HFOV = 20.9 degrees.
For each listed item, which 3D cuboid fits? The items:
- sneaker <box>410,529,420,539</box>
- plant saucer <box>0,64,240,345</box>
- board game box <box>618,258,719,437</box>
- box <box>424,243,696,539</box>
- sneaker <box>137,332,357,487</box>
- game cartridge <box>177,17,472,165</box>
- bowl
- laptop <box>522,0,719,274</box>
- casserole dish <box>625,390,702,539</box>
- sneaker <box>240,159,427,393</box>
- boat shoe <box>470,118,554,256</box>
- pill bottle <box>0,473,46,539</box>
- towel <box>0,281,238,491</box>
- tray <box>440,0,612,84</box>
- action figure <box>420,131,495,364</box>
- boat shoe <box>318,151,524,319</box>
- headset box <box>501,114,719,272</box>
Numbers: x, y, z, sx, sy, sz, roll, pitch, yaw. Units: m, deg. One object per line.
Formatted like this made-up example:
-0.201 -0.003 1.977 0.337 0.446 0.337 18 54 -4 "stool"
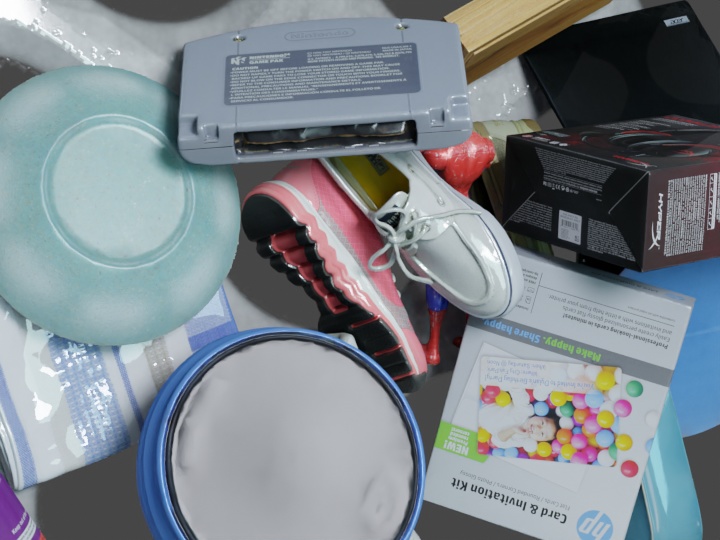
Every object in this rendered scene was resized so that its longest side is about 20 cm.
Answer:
-0.037 0.201 1.376 0.200 0.100 0.075 4 78 -28 "sneaker"
-0.170 -0.050 1.333 0.201 0.039 0.202 6 74 -23 "plant saucer"
0.256 0.042 1.551 0.158 0.039 0.200 -11 123 -16 "board game box"
0.143 0.095 1.429 0.156 0.041 0.200 18 103 12 "box"
-0.077 0.097 1.369 0.200 0.078 0.100 -23 109 -36 "sneaker"
-0.026 -0.128 1.358 0.199 0.133 0.042 -4 124 1 "game cartridge"
-0.049 0.133 1.308 0.200 0.039 0.201 5 73 -18 "bowl"
0.221 -0.095 1.577 0.177 0.103 0.200 -15 120 -27 "laptop"
0.194 0.141 1.487 0.039 0.121 0.200 -18 96 -33 "casserole dish"
0.000 0.000 1.422 0.200 0.074 0.087 56 50 -20 "sneaker"
0.111 -0.015 1.484 0.063 0.073 0.201 -2 88 -14 "boat shoe"
-0.288 0.143 1.240 0.112 0.112 0.200 -36 104 -24 "pill bottle"
-0.177 0.053 1.353 0.200 0.024 0.147 -21 98 -27 "towel"
0.132 -0.198 1.481 0.200 0.099 0.037 -31 81 -25 "tray"
0.053 -0.041 1.463 0.065 0.099 0.200 -9 114 -31 "action figure"
0.031 -0.041 1.374 0.202 0.075 0.086 53 33 3 "boat shoe"
0.226 -0.062 1.427 0.200 0.149 0.075 -9 109 -36 "headset box"
